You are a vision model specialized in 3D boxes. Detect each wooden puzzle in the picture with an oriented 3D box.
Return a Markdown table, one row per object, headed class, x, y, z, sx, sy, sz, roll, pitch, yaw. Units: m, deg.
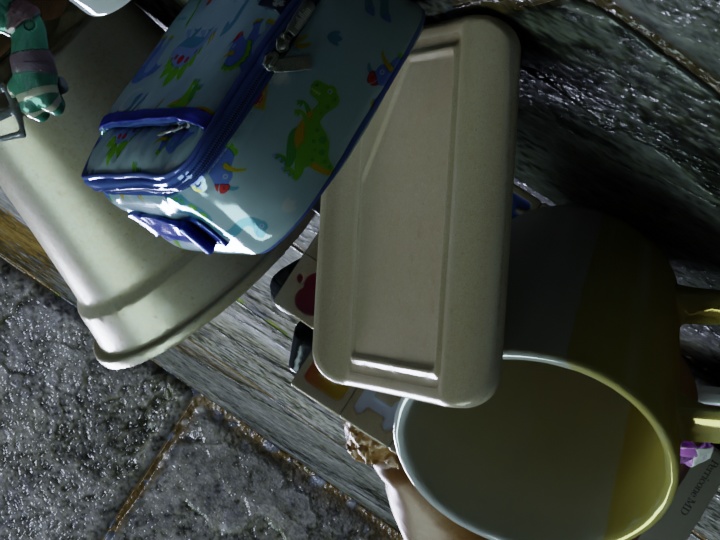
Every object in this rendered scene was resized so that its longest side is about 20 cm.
| class | x | y | z | sx | sy | sz | roll | pitch | yaw |
| --- | --- | --- | --- | --- | --- | --- | --- | --- | --- |
| wooden puzzle | 0.031 | -0.029 | 1.339 | 0.037 | 0.186 | 0.200 | 3 | 180 | -22 |

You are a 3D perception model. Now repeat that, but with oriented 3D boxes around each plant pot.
| class | x | y | z | sx | sy | sz | roll | pitch | yaw |
| --- | --- | --- | --- | --- | --- | --- | --- | --- | --- |
| plant pot | -0.150 | -0.072 | 1.691 | 0.184 | 0.200 | 0.200 | 48 | 166 | -18 |

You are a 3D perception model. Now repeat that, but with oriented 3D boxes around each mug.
| class | x | y | z | sx | sy | sz | roll | pitch | yaw |
| --- | --- | --- | --- | --- | --- | --- | --- | --- | --- |
| mug | 0.123 | 0.053 | 1.424 | 0.186 | 0.154 | 0.150 | 24 | 134 | -5 |

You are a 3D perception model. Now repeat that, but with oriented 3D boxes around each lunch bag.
| class | x | y | z | sx | sy | sz | roll | pitch | yaw |
| --- | --- | --- | --- | --- | --- | --- | --- | --- | --- |
| lunch bag | -0.059 | -0.086 | 1.341 | 0.082 | 0.161 | 0.200 | 36 | 171 | -18 |

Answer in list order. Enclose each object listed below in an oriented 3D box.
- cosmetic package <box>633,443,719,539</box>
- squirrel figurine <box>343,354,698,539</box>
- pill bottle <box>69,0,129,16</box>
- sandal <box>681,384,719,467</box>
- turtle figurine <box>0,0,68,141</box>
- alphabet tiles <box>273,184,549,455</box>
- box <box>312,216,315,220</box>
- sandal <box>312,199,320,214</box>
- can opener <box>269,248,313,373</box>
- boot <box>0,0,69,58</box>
| class | x | y | z | sx | sy | sz | roll | pitch | yaw |
| --- | --- | --- | --- | --- | --- | --- | --- | --- | --- |
| cosmetic package | 0.150 | 0.123 | 1.876 | 0.199 | 0.104 | 0.087 | 32 | 171 | 2 |
| squirrel figurine | 0.097 | 0.081 | 1.569 | 0.186 | 0.142 | 0.200 | -23 | 132 | 22 |
| pill bottle | -0.175 | -0.211 | 1.248 | 0.200 | 0.112 | 0.112 | 38 | 169 | -28 |
| sandal | 0.191 | 0.105 | 1.682 | 0.082 | 0.050 | 0.202 | 13 | 167 | -31 |
| turtle figurine | -0.187 | -0.138 | 1.347 | 0.150 | 0.199 | 0.101 | 43 | 145 | 37 |
| alphabet tiles | 0.059 | 0.030 | 1.509 | 0.200 | 0.167 | 0.006 | 33 | 174 | 3 |
| box | -0.112 | -0.089 | 1.891 | 0.144 | 0.036 | 0.200 | 37 | 171 | -18 |
| sandal | -0.018 | -0.066 | 1.630 | 0.200 | 0.045 | 0.075 | 36 | -152 | -10 |
| can opener | 0.000 | 0.000 | 1.677 | 0.063 | 0.079 | 0.200 | 34 | -151 | 10 |
| boot | -0.271 | -0.124 | 1.744 | 0.074 | 0.200 | 0.075 | 38 | 173 | 32 |
